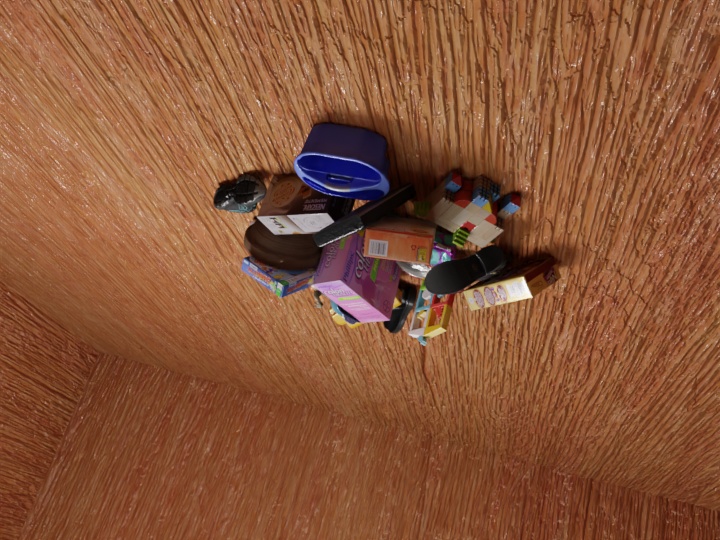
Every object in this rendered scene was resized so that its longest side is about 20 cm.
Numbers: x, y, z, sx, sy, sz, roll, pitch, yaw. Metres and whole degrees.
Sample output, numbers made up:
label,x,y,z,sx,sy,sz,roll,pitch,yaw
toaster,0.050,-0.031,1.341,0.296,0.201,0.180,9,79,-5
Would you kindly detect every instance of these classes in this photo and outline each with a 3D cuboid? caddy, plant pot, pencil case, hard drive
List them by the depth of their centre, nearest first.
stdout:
label,x,y,z,sx,sy,sz,roll,pitch,yaw
caddy,-0.032,-0.201,1.370,0.195,0.107,0.142,11,155,15
hard drive,0.010,-0.113,1.423,0.138,0.199,0.033,-20,101,42
pencil case,0.124,-0.069,1.573,0.196,0.087,0.092,18,173,-2
plant pot,-0.177,-0.092,1.675,0.196,0.202,0.094,17,116,2

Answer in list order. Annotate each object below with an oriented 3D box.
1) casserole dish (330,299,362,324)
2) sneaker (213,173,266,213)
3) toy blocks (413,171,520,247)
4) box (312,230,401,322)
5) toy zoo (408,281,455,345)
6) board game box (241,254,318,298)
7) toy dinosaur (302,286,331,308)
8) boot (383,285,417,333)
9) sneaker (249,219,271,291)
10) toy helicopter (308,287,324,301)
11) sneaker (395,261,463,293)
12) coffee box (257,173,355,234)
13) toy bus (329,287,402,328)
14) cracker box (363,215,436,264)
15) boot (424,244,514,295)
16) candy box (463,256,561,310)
label,x,y,z,sx,sy,sz,roll,pitch,yaw
casserole dish,-0.024,0.037,1.757,0.038,0.204,0.120,-10,151,40
sneaker,-0.272,-0.178,1.657,0.078,0.077,0.198,18,167,-39
toy blocks,0.224,-0.128,1.388,0.197,0.102,0.137,24,144,-17
box,0.000,0.000,1.689,0.095,0.179,0.199,-9,145,40
toy zoo,0.180,0.090,1.729,0.020,0.204,0.130,28,154,-26
board game box,-0.168,-0.007,1.663,0.134,0.199,0.035,31,120,25
toy dinosaur,-0.101,0.045,1.746,0.058,0.102,0.200,-39,114,14
boot,0.058,0.090,1.954,0.154,0.081,0.213,14,142,-6
sneaker,-0.224,-0.026,1.833,0.199,0.149,0.080,33,152,-33
toy helicopter,-0.128,-0.008,1.821,0.197,0.135,0.079,26,156,-18
sneaker,0.171,-0.017,1.683,0.197,0.084,0.077,22,-165,25
coffee box,-0.116,-0.147,1.537,0.196,0.116,0.080,1,151,34
toy bus,0.012,0.089,1.835,0.197,0.079,0.065,-28,120,21
cracker box,0.085,-0.066,1.421,0.131,0.059,0.200,8,-166,7
boot,0.245,0.007,1.542,0.196,0.071,0.174,-22,169,11
candy box,0.343,0.032,1.593,0.199,0.115,0.057,-22,94,54
